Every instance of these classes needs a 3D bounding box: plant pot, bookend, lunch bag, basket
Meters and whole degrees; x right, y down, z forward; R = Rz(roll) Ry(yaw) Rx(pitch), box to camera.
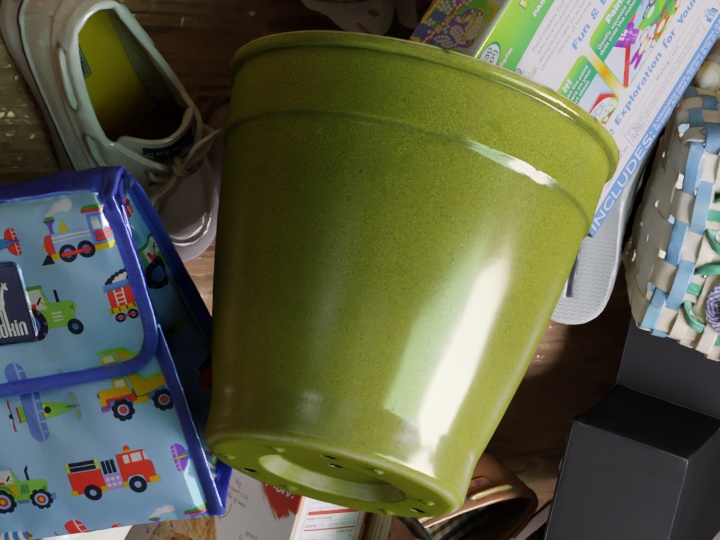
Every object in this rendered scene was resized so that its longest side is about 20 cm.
[{"bbox_3d":[0.008,0.012,1.380,0.200,0.200,0.193,34,66,-48],"label":"plant pot"},{"bbox_3d":[0.183,0.080,1.735,0.200,0.092,0.199,-32,137,-63],"label":"bookend"},{"bbox_3d":[-0.158,0.028,1.393,0.094,0.150,0.200,-74,149,-53],"label":"lunch bag"},{"bbox_3d":[0.259,-0.013,1.616,0.199,0.139,0.177,9,116,-7],"label":"basket"}]

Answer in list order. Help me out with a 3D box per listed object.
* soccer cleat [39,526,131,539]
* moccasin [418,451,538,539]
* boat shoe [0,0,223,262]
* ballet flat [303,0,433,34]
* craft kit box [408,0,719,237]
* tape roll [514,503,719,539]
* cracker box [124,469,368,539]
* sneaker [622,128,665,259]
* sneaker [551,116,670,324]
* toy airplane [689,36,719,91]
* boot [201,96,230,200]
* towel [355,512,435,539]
[{"bbox_3d":[-0.147,0.110,1.509,0.077,0.069,0.200,16,103,-44],"label":"soccer cleat"},{"bbox_3d":[0.024,0.186,1.705,0.201,0.078,0.074,-31,130,-29],"label":"moccasin"},{"bbox_3d":[-0.106,-0.069,1.434,0.075,0.086,0.202,-42,134,-20],"label":"boat shoe"},{"bbox_3d":[0.020,-0.159,1.509,0.200,0.070,0.065,-13,114,-39],"label":"ballet flat"},{"bbox_3d":[0.123,-0.142,1.467,0.200,0.048,0.198,-58,149,-7],"label":"craft kit box"},{"bbox_3d":[0.184,0.255,1.853,0.202,0.139,0.203,-22,126,-34],"label":"tape roll"},{"bbox_3d":[-0.075,0.178,1.562,0.058,0.134,0.201,1,110,-43],"label":"cracker box"},{"bbox_3d":[0.162,-0.044,1.723,0.200,0.074,0.079,-36,160,-16],"label":"sneaker"},{"bbox_3d":[0.131,-0.071,1.614,0.073,0.071,0.201,13,108,-6],"label":"sneaker"},{"bbox_3d":[0.223,-0.200,1.644,0.199,0.141,0.200,-47,136,-16],"label":"toy airplane"},{"bbox_3d":[0.000,0.000,1.530,0.070,0.146,0.200,-46,136,-15],"label":"boot"},{"bbox_3d":[-0.015,0.170,1.573,0.022,0.200,0.147,7,108,-24],"label":"towel"}]
